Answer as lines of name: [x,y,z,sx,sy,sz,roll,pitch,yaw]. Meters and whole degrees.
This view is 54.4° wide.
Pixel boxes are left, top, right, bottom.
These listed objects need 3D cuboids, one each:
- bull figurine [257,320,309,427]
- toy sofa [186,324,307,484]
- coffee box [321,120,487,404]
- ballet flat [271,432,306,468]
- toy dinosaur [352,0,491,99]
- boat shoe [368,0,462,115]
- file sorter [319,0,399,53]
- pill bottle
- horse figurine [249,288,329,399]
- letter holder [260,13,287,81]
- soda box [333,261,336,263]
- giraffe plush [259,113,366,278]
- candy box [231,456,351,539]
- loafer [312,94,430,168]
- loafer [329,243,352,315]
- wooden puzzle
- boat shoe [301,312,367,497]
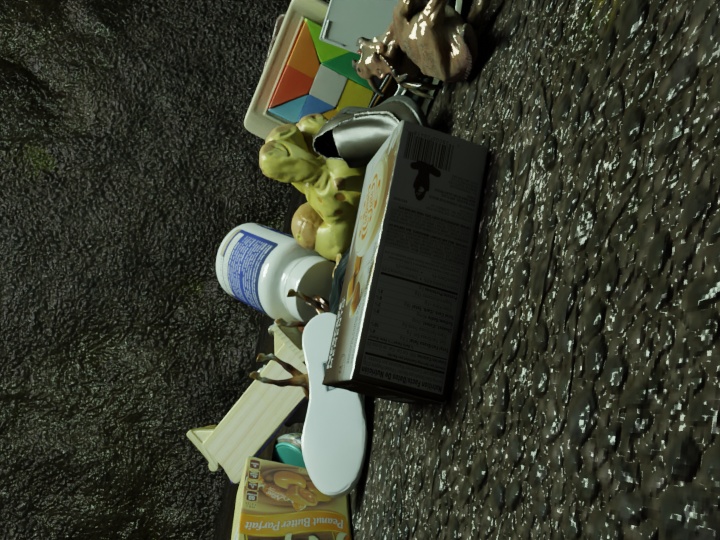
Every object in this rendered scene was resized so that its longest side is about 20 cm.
bull figurine: [-0.088,0.136,1.032,0.119,0.065,0.204,-3,56,33]
toy sofa: [-0.126,0.177,0.930,0.201,0.097,0.083,-51,-14,4]
coffee box: [0.034,0.000,0.577,0.114,0.077,0.206,144,139,-74]
ballet flat: [-0.083,0.250,0.926,0.202,0.070,0.074,116,165,-51]
toy dinosaur: [0.070,-0.217,0.677,0.201,0.083,0.139,-129,40,-52]
boat shoe: [0.060,-0.236,0.786,0.073,0.066,0.203,-89,18,-50]
file sorter: [0.049,-0.361,0.814,0.201,0.135,0.127,120,164,-55]
pill bottle: [-0.115,0.008,1.020,0.198,0.118,0.123,20,97,48]
horse figurine: [-0.053,0.103,0.854,0.050,0.130,0.203,-60,7,45]
letter holder: [-0.045,-0.285,1.042,0.101,0.194,0.146,-104,31,-69]
soda box: [-0.049,-0.042,1.094,0.064,0.069,0.204,-91,18,-58]
giraffe plush: [-0.035,-0.089,0.918,0.171,0.197,0.166,-34,-40,-41]
candy box: [-0.067,0.272,0.669,0.201,0.112,0.057,-102,28,-67]
loafer: [0.010,-0.138,0.767,0.071,0.074,0.199,-35,21,-21]
loafer: [0.000,0.000,0.787,0.202,0.066,0.072,115,157,-59]
wooden puzzle: [-0.045,-0.253,0.979,0.204,0.181,0.037,-65,13,9]
boat shoe: [-0.026,0.148,0.761,0.068,0.070,0.204,63,-167,-53]
